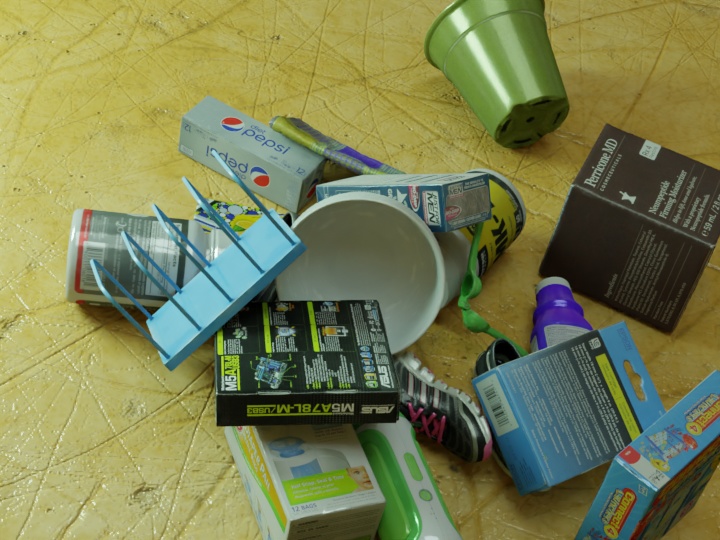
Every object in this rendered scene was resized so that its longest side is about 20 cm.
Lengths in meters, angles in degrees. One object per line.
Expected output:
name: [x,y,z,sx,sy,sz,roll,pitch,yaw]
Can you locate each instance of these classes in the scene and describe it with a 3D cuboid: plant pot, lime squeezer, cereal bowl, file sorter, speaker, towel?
plant pot: [0.219,-0.291,1.994,0.199,0.200,0.191,-10,62,-24]
lime squeezer: [0.154,0.031,1.657,0.070,0.201,0.038,-18,13,1]
cereal bowl: [0.000,0.000,1.577,0.198,0.202,0.083,11,17,-3]
file sorter: [-0.185,-0.018,1.487,0.200,0.123,0.139,-41,25,-1]
speaker: [0.047,0.249,1.450,0.088,0.089,0.201,-7,48,-21]
towel: [-0.025,-0.162,1.842,0.199,0.023,0.144,28,9,11]

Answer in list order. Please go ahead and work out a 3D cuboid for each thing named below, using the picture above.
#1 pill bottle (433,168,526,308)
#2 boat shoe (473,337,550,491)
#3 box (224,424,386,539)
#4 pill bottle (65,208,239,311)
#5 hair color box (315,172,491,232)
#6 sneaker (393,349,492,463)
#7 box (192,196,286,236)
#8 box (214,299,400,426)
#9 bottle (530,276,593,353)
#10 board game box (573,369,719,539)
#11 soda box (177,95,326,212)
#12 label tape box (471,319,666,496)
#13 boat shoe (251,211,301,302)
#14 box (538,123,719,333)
pill bottle: [0.124,-0.038,1.744,0.114,0.115,0.200,30,46,16]
boat shoe: [0.185,0.167,1.588,0.072,0.062,0.201,0,47,-20]
box: [-0.065,0.209,1.452,0.112,0.102,0.201,-7,48,-22]
pill bottle: [-0.250,-0.009,1.617,0.198,0.114,0.114,6,44,-10]
hair color box: [0.052,-0.084,1.650,0.199,0.061,0.100,2,13,40]
sneaker: [0.065,0.164,1.555,0.087,0.074,0.200,-26,52,-35]
box: [-0.118,-0.032,1.710,0.198,0.065,0.070,11,43,-3]
box: [-0.063,0.096,1.451,0.191,0.048,0.200,-3,28,-6]
bottle: [0.254,0.095,1.678,0.083,0.066,0.201,9,43,-13]
board game box: [0.325,0.232,1.463,0.056,0.197,0.199,39,49,24]
soda box: [-0.149,-0.159,1.831,0.199,0.064,0.068,28,45,14]
label tape box: [0.244,0.157,1.542,0.199,0.063,0.145,-16,78,-32]
boat shoe: [-0.113,0.020,1.613,0.067,0.057,0.201,5,61,47]
box: [0.373,-0.057,1.791,0.199,0.165,0.166,25,45,11]
